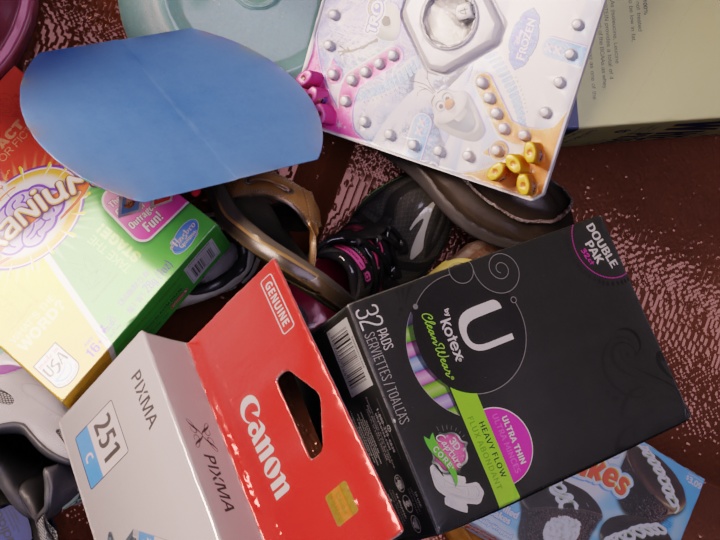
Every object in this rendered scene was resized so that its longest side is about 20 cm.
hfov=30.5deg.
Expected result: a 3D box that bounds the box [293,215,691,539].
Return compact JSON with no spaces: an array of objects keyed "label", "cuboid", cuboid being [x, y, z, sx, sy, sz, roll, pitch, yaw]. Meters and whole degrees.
[{"label":"box","cuboid":[0.080,0.074,0.854,0.198,0.124,0.150,-18,81,-26]}]

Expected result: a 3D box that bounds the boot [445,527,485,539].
[{"label":"boot","cuboid":[0.081,0.196,0.982,0.144,0.071,0.202,37,77,-4]}]

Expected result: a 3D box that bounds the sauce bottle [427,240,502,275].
[{"label":"sauce bottle","cuboid":[0.075,0.021,0.979,0.200,0.065,0.065,-40,97,-10]}]

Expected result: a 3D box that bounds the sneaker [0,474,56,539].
[{"label":"sneaker","cuboid":[-0.270,0.126,0.901,0.070,0.078,0.201,-34,96,-8]}]

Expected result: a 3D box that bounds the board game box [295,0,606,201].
[{"label":"board game box","cuboid":[0.060,-0.172,0.900,0.198,0.026,0.202,20,99,21]}]

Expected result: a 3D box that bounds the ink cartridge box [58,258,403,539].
[{"label":"ink cartridge box","cuboid":[-0.085,0.116,0.761,0.176,0.201,0.045,-44,142,22]}]

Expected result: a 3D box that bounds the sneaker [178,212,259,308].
[{"label":"sneaker","cuboid":[-0.165,0.001,0.924,0.198,0.080,0.074,-17,95,-9]}]

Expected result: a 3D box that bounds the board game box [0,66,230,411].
[{"label":"board game box","cuboid":[-0.211,-0.023,0.886,0.199,0.040,0.153,36,78,19]}]

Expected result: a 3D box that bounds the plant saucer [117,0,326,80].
[{"label":"plant saucer","cuboid":[-0.078,-0.209,0.966,0.198,0.036,0.202,0,89,-12]}]

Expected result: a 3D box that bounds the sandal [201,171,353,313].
[{"label":"sandal","cuboid":[-0.059,-0.042,0.894,0.055,0.200,0.082,-48,130,8]}]

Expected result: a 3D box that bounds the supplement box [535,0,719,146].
[{"label":"supplement box","cuboid":[0.204,-0.199,0.972,0.198,0.134,0.202,-5,90,-11]}]

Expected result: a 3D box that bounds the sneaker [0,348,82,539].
[{"label":"sneaker","cuboid":[-0.176,0.139,0.883,0.199,0.140,0.078,25,121,-10]}]

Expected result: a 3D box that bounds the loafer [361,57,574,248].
[{"label":"loafer","cuboid":[0.073,-0.089,0.943,0.199,0.072,0.073,36,45,9]}]

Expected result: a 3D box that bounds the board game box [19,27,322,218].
[{"label":"board game box","cuboid":[-0.127,-0.094,0.876,0.199,0.039,0.158,-17,51,-35]}]

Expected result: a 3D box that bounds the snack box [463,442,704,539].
[{"label":"snack box","cuboid":[0.140,0.154,0.948,0.199,0.037,0.117,31,72,-9]}]

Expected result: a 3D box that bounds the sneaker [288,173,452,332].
[{"label":"sneaker","cuboid":[0.000,0.000,0.949,0.200,0.084,0.077,-43,96,-18]}]

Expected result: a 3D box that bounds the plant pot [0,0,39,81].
[{"label":"plant pot","cuboid":[-0.311,-0.201,0.846,0.198,0.179,0.202,0,89,-10]}]
